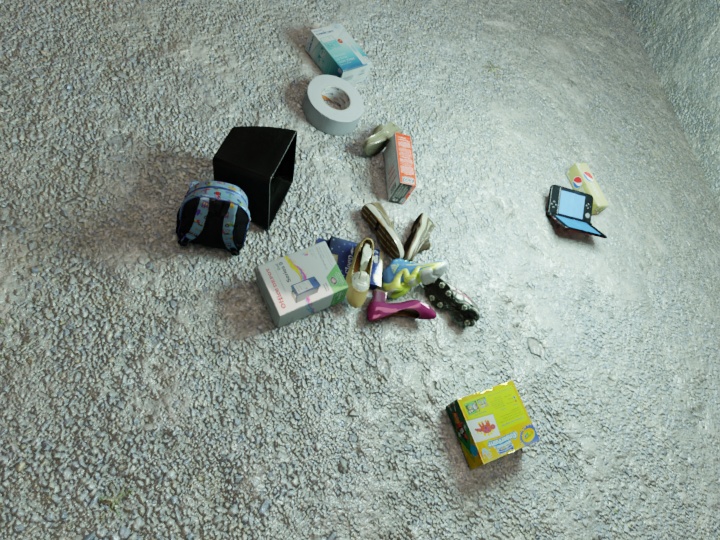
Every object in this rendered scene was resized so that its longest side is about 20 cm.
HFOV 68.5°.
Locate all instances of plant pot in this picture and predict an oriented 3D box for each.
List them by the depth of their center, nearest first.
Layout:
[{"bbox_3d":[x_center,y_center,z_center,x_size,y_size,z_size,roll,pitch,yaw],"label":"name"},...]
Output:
[{"bbox_3d":[-0.288,-0.268,1.421,0.174,0.202,0.203,19,55,0],"label":"plant pot"}]

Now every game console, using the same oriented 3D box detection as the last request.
[{"bbox_3d":[0.786,-0.214,1.905,0.195,0.118,0.177,11,86,-19],"label":"game console"}]

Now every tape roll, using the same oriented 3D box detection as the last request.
[{"bbox_3d":[-0.090,-0.544,1.739,0.196,0.066,0.205,12,57,-18],"label":"tape roll"}]

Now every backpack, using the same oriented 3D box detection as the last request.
[{"bbox_3d":[-0.358,-0.148,1.306,0.178,0.201,0.137,10,58,-17],"label":"backpack"}]

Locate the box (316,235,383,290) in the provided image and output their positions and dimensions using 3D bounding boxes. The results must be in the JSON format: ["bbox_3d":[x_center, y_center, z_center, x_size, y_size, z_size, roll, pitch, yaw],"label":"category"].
[{"bbox_3d":[-0.032,-0.024,1.488,0.195,0.033,0.124,14,58,-15],"label":"box"}]

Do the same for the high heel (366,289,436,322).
[{"bbox_3d":[0.112,0.126,1.449,0.195,0.068,0.098,16,57,-3],"label":"high heel"}]

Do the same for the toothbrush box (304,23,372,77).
[{"bbox_3d":[-0.077,-0.752,1.853,0.145,0.086,0.202,-28,75,-34],"label":"toothbrush box"}]

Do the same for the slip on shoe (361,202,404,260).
[{"bbox_3d":[0.078,-0.121,1.568,0.060,0.077,0.201,-21,62,-31],"label":"slip on shoe"}]

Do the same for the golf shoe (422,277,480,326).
[{"bbox_3d":[0.266,0.081,1.550,0.199,0.078,0.088,42,27,7],"label":"golf shoe"}]

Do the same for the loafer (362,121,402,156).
[{"bbox_3d":[0.062,-0.438,1.746,0.068,0.076,0.199,46,45,8],"label":"loafer"}]

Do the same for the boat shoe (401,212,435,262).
[{"bbox_3d":[0.183,-0.088,1.597,0.074,0.075,0.205,33,53,-10],"label":"boat shoe"}]

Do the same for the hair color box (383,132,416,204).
[{"bbox_3d":[0.123,-0.326,1.689,0.060,0.102,0.204,8,60,-19],"label":"hair color box"}]

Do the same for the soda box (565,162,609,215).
[{"bbox_3d":[0.875,-0.316,2.046,0.066,0.064,0.204,-5,64,-26],"label":"soda box"}]

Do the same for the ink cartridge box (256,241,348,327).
[{"bbox_3d":[-0.151,0.034,1.351,0.196,0.088,0.147,-21,71,-21],"label":"ink cartridge box"}]

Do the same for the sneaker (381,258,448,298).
[{"bbox_3d":[0.146,-0.005,1.501,0.196,0.076,0.106,-24,59,-6],"label":"sneaker"}]

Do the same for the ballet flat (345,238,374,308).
[{"bbox_3d":[0.000,0.000,1.430,0.067,0.063,0.204,16,60,-15],"label":"ballet flat"}]

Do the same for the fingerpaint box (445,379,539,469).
[{"bbox_3d":[0.345,0.401,1.387,0.196,0.074,0.170,-11,66,-28],"label":"fingerpaint box"}]
